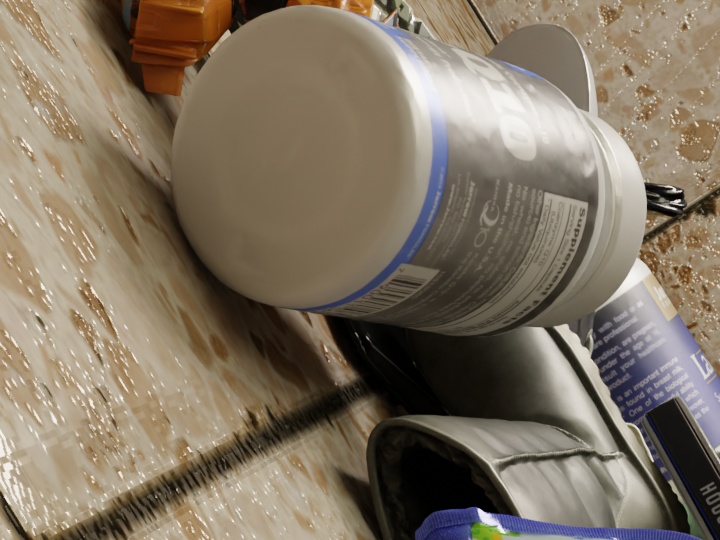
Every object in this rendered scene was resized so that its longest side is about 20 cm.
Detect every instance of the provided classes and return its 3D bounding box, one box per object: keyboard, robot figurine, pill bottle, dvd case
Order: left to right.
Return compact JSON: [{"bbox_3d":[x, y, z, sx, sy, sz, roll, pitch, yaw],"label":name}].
[{"bbox_3d":[-0.043,-0.128,1.212,0.200,0.144,0.059,-84,-176,-68],"label":"robot figurine"},{"bbox_3d":[0.000,0.000,1.313,0.127,0.021,0.200,42,18,-43],"label":"keyboard"},{"bbox_3d":[0.027,-0.033,1.093,0.200,0.114,0.114,10,46,-56],"label":"pill bottle"},{"bbox_3d":[0.130,0.063,1.507,0.201,0.115,0.116,58,8,1],"label":"pill bottle"},{"bbox_3d":[0.192,0.165,1.198,0.150,0.025,0.200,55,7,-43],"label":"dvd case"}]

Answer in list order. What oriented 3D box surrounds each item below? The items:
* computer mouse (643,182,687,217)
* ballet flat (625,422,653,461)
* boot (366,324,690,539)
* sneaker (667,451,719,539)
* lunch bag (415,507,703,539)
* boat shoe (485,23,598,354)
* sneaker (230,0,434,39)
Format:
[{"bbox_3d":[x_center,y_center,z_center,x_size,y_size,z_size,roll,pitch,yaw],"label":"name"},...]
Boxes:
[{"bbox_3d":[0.046,-0.033,1.230,0.059,0.199,0.034,11,85,-71],"label":"computer mouse"},{"bbox_3d":[0.100,0.089,1.368,0.201,0.075,0.068,60,-8,19],"label":"ballet flat"},{"bbox_3d":[0.047,0.072,1.136,0.182,0.073,0.200,46,22,21],"label":"boot"},{"bbox_3d":[0.196,0.149,1.371,0.074,0.200,0.119,-13,73,-43],"label":"sneaker"},{"bbox_3d":[0.101,0.182,0.919,0.200,0.127,0.170,37,21,-32],"label":"lunch bag"},{"bbox_3d":[0.083,-0.014,1.298,0.068,0.071,0.201,34,55,-59],"label":"boat shoe"},{"bbox_3d":[0.010,-0.080,1.354,0.199,0.085,0.075,30,60,-22],"label":"sneaker"}]
